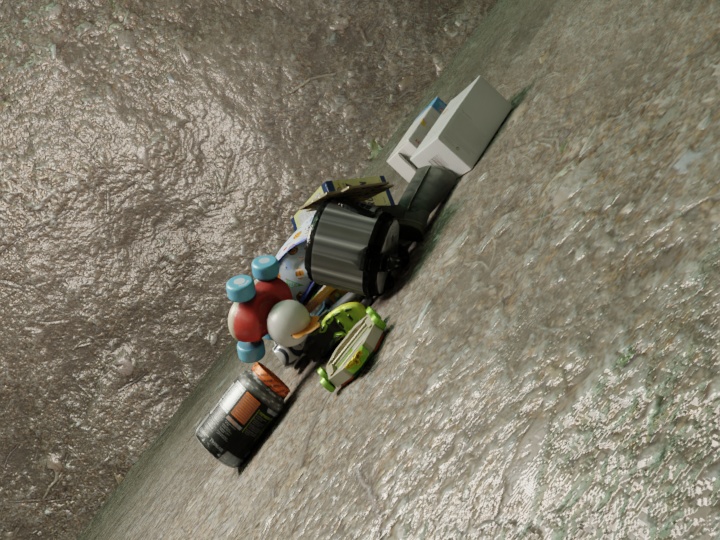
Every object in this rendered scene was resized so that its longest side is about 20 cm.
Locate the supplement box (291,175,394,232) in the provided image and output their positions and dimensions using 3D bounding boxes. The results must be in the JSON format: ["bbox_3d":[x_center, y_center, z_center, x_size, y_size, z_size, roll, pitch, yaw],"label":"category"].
[{"bbox_3d":[-0.039,-0.130,2.014,0.197,0.137,0.199,-11,-18,-37],"label":"supplement box"}]

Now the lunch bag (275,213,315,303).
[{"bbox_3d":[-0.127,-0.028,1.802,0.202,0.122,0.171,-56,7,23],"label":"lunch bag"}]

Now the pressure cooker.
[{"bbox_3d":[0.002,-0.041,1.575,0.181,0.195,0.178,85,-156,-52],"label":"pressure cooker"}]

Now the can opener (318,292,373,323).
[{"bbox_3d":[-0.038,0.084,1.707,0.200,0.053,0.067,-41,14,43],"label":"can opener"}]

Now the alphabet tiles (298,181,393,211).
[{"bbox_3d":[-0.030,-0.153,1.621,0.163,0.006,0.199,-11,-4,-31],"label":"alphabet tiles"}]

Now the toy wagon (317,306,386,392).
[{"bbox_3d":[-0.012,0.147,1.383,0.156,0.039,0.200,-51,10,2],"label":"toy wagon"}]

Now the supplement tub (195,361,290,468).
[{"bbox_3d":[-0.246,0.303,1.652,0.201,0.122,0.122,-51,9,-4],"label":"supplement tub"}]

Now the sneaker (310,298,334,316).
[{"bbox_3d":[-0.136,0.120,1.981,0.200,0.073,0.083,-39,15,54],"label":"sneaker"}]

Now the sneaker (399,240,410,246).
[{"bbox_3d":[0.025,-0.051,1.719,0.196,0.072,0.080,-17,-10,-15],"label":"sneaker"}]

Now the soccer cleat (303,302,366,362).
[{"bbox_3d":[-0.052,0.114,1.625,0.200,0.064,0.084,-44,9,38],"label":"soccer cleat"}]

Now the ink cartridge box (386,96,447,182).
[{"bbox_3d":[0.169,-0.311,1.988,0.202,0.128,0.125,-55,10,-29],"label":"ink cartridge box"}]

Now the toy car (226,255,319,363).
[{"bbox_3d":[-0.161,0.096,1.648,0.177,0.196,0.188,-43,-42,-48],"label":"toy car"}]

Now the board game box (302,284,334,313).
[{"bbox_3d":[-0.072,0.029,1.775,0.199,0.030,0.096,-41,15,33],"label":"board game box"}]

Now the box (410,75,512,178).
[{"bbox_3d":[0.229,-0.313,1.775,0.202,0.106,0.152,-55,10,-21],"label":"box"}]

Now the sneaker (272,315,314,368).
[{"bbox_3d":[-0.139,0.161,1.852,0.129,0.080,0.199,-37,-5,-2],"label":"sneaker"}]

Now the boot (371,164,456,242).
[{"bbox_3d":[0.098,-0.159,1.697,0.073,0.178,0.203,88,-158,-54],"label":"boot"}]

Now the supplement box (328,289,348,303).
[{"bbox_3d":[0.000,0.000,1.811,0.066,0.069,0.201,-39,13,51],"label":"supplement box"}]
